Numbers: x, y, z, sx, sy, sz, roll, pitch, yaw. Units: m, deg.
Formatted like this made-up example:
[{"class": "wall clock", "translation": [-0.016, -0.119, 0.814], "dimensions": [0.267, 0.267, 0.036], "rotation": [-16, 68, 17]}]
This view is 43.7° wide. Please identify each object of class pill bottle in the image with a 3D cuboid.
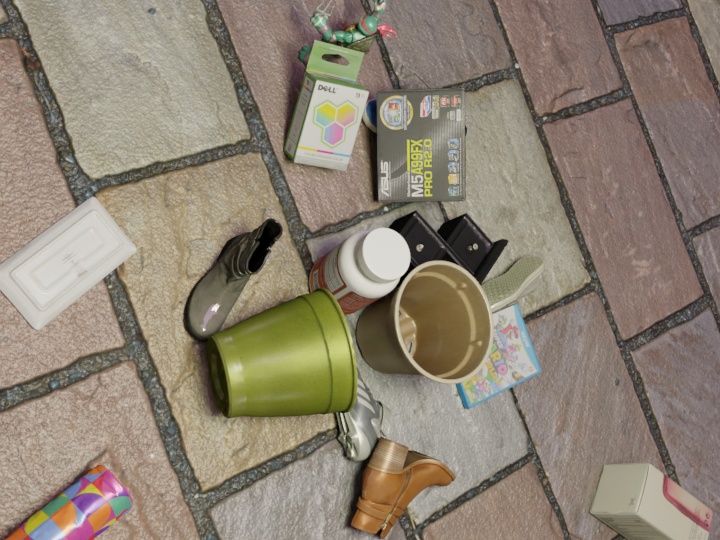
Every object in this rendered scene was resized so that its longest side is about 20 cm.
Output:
[{"class": "pill bottle", "translation": [0.000, 0.000, 1.480], "dimensions": [0.111, 0.200, 0.113], "rotation": [8, 71, -24]}]

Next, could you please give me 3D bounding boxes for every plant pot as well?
[{"class": "plant pot", "translation": [0.094, 0.100, 1.530], "dimensions": [0.199, 0.183, 0.202], "rotation": [8, 75, -30]}, {"class": "plant pot", "translation": [-0.131, 0.142, 1.391], "dimensions": [0.191, 0.200, 0.202], "rotation": [-10, 84, -22]}]

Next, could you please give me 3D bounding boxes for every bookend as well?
[{"class": "bookend", "translation": [0.140, -0.045, 1.648], "dimensions": [0.199, 0.092, 0.200], "rotation": [47, 58, -14]}]

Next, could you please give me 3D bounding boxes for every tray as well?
[{"class": "tray", "translation": [-0.432, -0.015, 1.326], "dimensions": [0.200, 0.022, 0.108], "rotation": [-45, 104, -31]}]

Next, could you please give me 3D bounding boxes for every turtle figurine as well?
[{"class": "turtle figurine", "translation": [-0.022, -0.419, 1.571], "dimensions": [0.149, 0.200, 0.102], "rotation": [-14, 85, -33]}]

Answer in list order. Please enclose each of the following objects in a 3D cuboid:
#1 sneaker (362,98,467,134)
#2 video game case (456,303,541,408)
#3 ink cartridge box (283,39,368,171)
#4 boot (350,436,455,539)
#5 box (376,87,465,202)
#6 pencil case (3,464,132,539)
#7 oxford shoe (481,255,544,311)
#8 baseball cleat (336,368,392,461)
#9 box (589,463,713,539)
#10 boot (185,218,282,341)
[{"class": "sneaker", "translation": [0.107, -0.282, 1.673], "dimensions": [0.199, 0.111, 0.077], "rotation": [20, 69, -26]}, {"class": "video game case", "translation": [0.251, 0.161, 1.713], "dimensions": [0.199, 0.018, 0.144], "rotation": [-19, 88, -34]}, {"class": "ink cartridge box", "translation": [-0.052, -0.279, 1.540], "dimensions": [0.103, 0.059, 0.202], "rotation": [6, 113, -30]}, {"class": "boot", "translation": [0.073, 0.381, 1.518], "dimensions": [0.200, 0.076, 0.156], "rotation": [32, 75, -46]}, {"class": "box", "translation": [0.110, -0.224, 1.618], "dimensions": [0.159, 0.044, 0.202], "rotation": [0, 96, 8]}, {"class": "pencil case", "translation": [-0.408, 0.354, 1.221], "dimensions": [0.200, 0.088, 0.089], "rotation": [-38, 99, -31]}, {"class": "oxford shoe", "translation": [0.287, 0.040, 1.740], "dimensions": [0.199, 0.075, 0.058], "rotation": [-33, 132, -31]}, {"class": "baseball cleat", "translation": [-0.004, 0.216, 1.521], "dimensions": [0.106, 0.069, 0.202], "rotation": [-10, 93, -40]}, {"class": "box", "translation": [0.575, 0.477, 1.775], "dimensions": [0.199, 0.128, 0.110], "rotation": [37, 62, -20]}, {"class": "boot", "translation": [-0.198, 0.009, 1.401], "dimensions": [0.067, 0.130, 0.201], "rotation": [34, 63, -20]}]
